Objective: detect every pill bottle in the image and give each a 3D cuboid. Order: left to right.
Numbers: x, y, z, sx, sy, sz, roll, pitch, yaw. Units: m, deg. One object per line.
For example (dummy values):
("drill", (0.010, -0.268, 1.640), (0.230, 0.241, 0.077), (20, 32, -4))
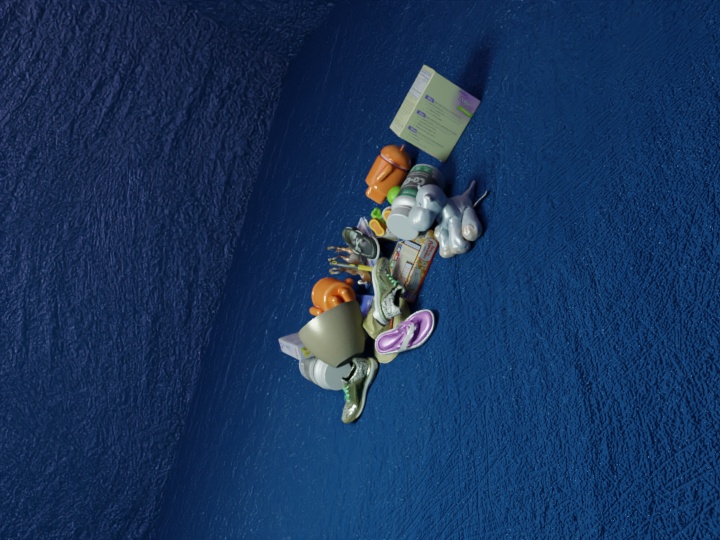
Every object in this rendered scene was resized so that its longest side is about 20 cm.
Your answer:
("pill bottle", (-0.108, 0.305, 1.793), (0.199, 0.112, 0.116), (4, 73, 63))
("pill bottle", (0.152, -0.188, 1.589), (0.113, 0.113, 0.202), (-30, 26, 53))

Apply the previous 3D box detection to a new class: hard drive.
("hard drive", (-0.015, 0.142, 1.834), (0.199, 0.025, 0.135), (1, 71, 64))

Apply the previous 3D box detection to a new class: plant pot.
("plant pot", (-0.062, 0.197, 1.651), (0.200, 0.198, 0.136), (-45, 68, 40))

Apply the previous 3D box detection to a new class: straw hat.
("straw hat", (0.053, 0.151, 1.621), (0.201, 0.084, 0.204), (-44, 34, 41))

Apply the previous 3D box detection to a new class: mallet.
("mallet", (0.000, 0.000, 1.758), (0.041, 0.195, 0.067), (67, -154, -67))

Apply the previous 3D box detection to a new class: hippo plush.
("hippo plush", (0.211, -0.142, 1.441), (0.202, 0.159, 0.160), (-61, 26, 16))

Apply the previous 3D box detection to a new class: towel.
("towel", (0.014, -0.059, 1.875), (0.149, 0.023, 0.202), (-66, 32, 35))

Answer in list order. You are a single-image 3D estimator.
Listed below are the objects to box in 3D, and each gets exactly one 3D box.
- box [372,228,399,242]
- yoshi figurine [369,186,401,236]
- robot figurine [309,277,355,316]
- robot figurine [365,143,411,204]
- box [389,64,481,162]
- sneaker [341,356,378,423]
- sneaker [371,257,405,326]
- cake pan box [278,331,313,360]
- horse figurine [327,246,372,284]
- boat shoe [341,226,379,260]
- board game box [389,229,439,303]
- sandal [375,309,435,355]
("box", (0.080, -0.115, 1.828), (0.199, 0.041, 0.039), (3, 73, 63))
("yoshi figurine", (0.093, -0.187, 1.702), (0.200, 0.111, 0.114), (-46, -27, -55))
("robot figurine", (-0.086, 0.085, 1.844), (0.199, 0.115, 0.147), (17, 90, 64))
("robot figurine", (0.092, -0.319, 1.872), (0.117, 0.142, 0.202), (44, 111, 39))
("box", (0.213, -0.450, 1.659), (0.202, 0.173, 0.097), (-59, 27, 19))
("sneaker", (-0.026, 0.332, 1.636), (0.077, 0.087, 0.204), (18, 88, 64))
("sneaker", (0.085, 0.051, 1.564), (0.087, 0.077, 0.204), (-18, 55, 26))
("cake pan box", (-0.148, 0.222, 1.837), (0.199, 0.181, 0.053), (2, 105, 63))
("horse figurine", (-0.037, -0.028, 1.843), (0.202, 0.129, 0.051), (-103, 14, -54))
("boat shoe", (-0.001, -0.085, 1.815), (0.200, 0.059, 0.077), (36, 118, 60))
("board game box", (0.140, -0.028, 1.630), (0.203, 0.046, 0.151), (-66, 25, 5))
("sandal", (0.110, 0.169, 1.493), (0.201, 0.049, 0.084), (-36, 61, 32))
